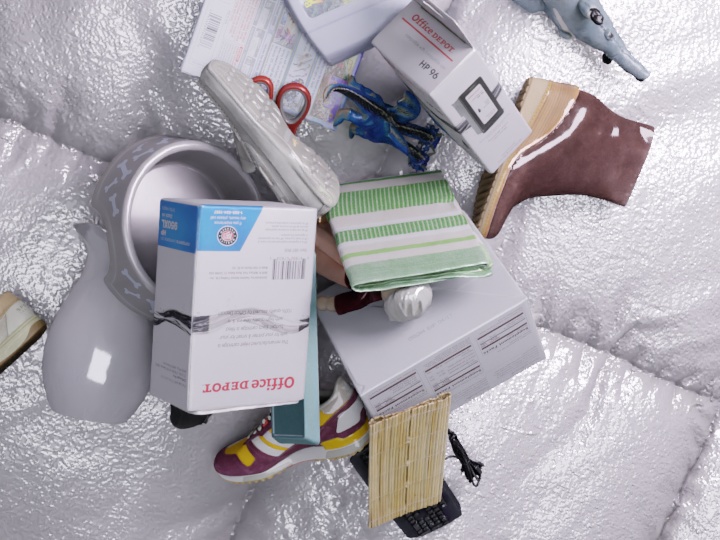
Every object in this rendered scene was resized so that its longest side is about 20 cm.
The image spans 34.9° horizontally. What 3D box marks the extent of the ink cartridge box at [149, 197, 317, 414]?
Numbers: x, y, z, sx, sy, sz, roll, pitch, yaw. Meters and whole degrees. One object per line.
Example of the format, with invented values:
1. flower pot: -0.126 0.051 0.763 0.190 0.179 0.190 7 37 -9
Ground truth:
1. ink cartridge box: -0.128 0.032 1.153 0.143 0.084 0.203 0 97 -40

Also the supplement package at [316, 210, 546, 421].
1. supplement package: 0.072 0.062 1.248 0.198 0.156 0.111 -29 137 -2

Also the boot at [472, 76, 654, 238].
1. boot: 0.229 -0.104 1.294 0.165 0.072 0.202 23 93 -9

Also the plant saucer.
1. plant saucer: -0.073 0.083 1.216 0.019 0.069 0.203 2 84 -42

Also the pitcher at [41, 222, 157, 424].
1. pitcher: -0.249 0.064 1.243 0.169 0.121 0.203 13 87 -17

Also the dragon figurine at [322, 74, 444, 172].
1. dragon figurine: 0.028 -0.162 1.220 0.098 0.200 0.060 18 82 19

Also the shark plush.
1. shark plush: 0.238 -0.277 1.257 0.090 0.083 0.201 -34 103 -1

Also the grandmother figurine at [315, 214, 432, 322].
1. grandmother figurine: 0.000 0.000 1.216 0.122 0.199 0.061 -51 136 -10

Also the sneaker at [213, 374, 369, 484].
1. sneaker: -0.086 0.172 1.284 0.198 0.075 0.091 -19 109 17

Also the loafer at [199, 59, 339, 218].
1. loafer: -0.104 -0.130 1.199 0.069 0.070 0.200 -32 109 24

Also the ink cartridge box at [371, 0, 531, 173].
1. ink cartridge box: 0.088 -0.200 1.186 0.068 0.116 0.200 -44 140 3

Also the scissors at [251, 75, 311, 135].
1. scissors: -0.088 -0.118 1.255 0.072 0.014 0.202 -1 122 -1

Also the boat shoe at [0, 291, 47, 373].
1. boat shoe: -0.434 0.102 1.248 0.199 0.074 0.067 -40 91 -1

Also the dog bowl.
1. dog bowl: -0.184 -0.045 1.206 0.198 0.058 0.203 3 85 -39

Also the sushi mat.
1. sushi mat: 0.051 0.210 1.250 0.095 0.012 0.201 -16 138 -15

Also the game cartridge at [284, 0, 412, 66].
1. game cartridge: -0.027 -0.325 1.190 0.132 0.041 0.202 -23 104 0

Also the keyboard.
1. keyboard: 0.076 0.235 1.318 0.126 0.021 0.201 -33 134 0

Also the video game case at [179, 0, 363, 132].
1. video game case: -0.077 -0.277 1.232 0.179 0.045 0.202 20 97 -11

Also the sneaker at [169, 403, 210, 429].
1. sneaker: -0.142 0.092 1.290 0.199 0.107 0.075 -36 75 -27

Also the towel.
1. towel: 0.043 -0.045 1.217 0.150 0.201 0.024 -7 125 -10
